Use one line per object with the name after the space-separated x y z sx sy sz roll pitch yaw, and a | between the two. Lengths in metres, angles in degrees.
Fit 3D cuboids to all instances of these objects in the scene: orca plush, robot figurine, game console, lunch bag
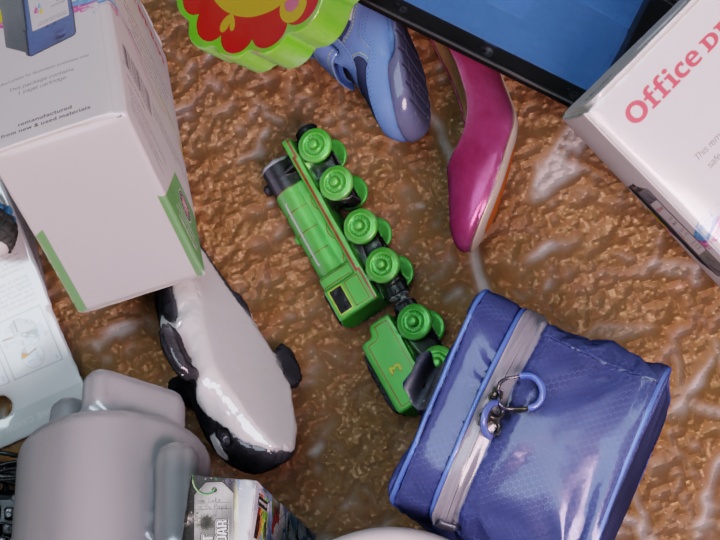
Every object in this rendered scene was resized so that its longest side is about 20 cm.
-0.108 0.050 1.222 0.071 0.105 0.200 -46 72 28 | orca plush
-0.141 0.158 1.134 0.112 0.170 0.201 18 53 -27 | robot figurine
0.118 -0.214 1.206 0.199 0.119 0.173 27 118 4 | game console
0.087 0.096 1.103 0.132 0.200 0.136 22 80 13 | lunch bag

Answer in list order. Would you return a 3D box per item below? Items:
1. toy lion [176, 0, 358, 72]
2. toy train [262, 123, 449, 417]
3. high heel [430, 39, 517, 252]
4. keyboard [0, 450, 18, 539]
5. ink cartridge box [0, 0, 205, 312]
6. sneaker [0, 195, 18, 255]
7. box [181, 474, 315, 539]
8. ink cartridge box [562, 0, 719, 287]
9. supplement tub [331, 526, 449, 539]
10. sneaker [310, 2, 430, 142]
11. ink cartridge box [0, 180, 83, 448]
-0.057 -0.224 1.229 0.200 0.069 0.192 36 101 42 | toy lion
0.000 0.000 1.232 0.056 0.042 0.201 -33 71 11 | toy train
0.053 -0.109 1.232 0.095 0.067 0.201 11 72 3 | high heel
-0.223 0.156 1.223 0.199 0.040 0.105 1 76 7 | keyboard
-0.164 -0.100 1.199 0.087 0.146 0.201 -17 48 5 | ink cartridge box
-0.310 -0.023 1.236 0.199 0.075 0.087 10 114 2 | sneaker
-0.065 0.197 1.102 0.040 0.200 0.138 4 75 9 | box
0.238 -0.068 1.152 0.148 0.086 0.200 -44 93 -3 | ink cartridge box
0.028 0.222 1.079 0.144 0.200 0.146 -3 74 9 | supplement tub
-0.017 -0.157 1.264 0.082 0.074 0.201 -27 64 4 | sneaker
-0.275 0.025 1.281 0.159 0.047 0.201 -23 88 2 | ink cartridge box
